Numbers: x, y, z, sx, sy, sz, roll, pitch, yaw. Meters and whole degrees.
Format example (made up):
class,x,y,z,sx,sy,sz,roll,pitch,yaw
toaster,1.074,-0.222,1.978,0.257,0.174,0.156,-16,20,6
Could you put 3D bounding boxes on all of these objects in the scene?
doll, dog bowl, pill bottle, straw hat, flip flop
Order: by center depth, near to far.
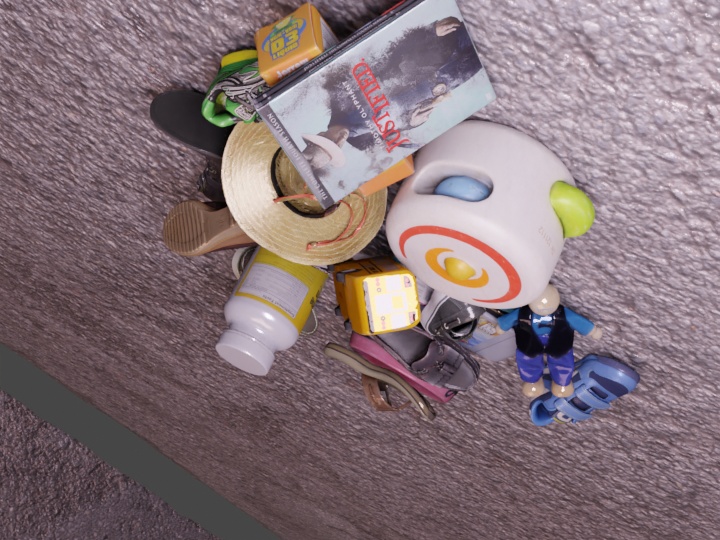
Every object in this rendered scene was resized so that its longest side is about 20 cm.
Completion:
class,x,y,z,sx,sy,sz,roll,pitch,yaw
straw hat,-0.058,-0.110,1.175,0.200,0.202,0.085,25,-161,2
doll,0.240,0.085,1.283,0.135,0.049,0.201,-1,138,14
pill bottle,-0.121,0.039,1.399,0.111,0.201,0.112,22,156,10
flip flop,0.023,0.167,1.446,0.199,0.058,0.081,28,172,23
dog bowl,0.071,0.120,1.459,0.199,0.074,0.200,31,172,5

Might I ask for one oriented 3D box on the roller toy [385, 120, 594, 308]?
class,x,y,z,sx,sy,sz,roll,pitch,yaw
roller toy,0.123,-0.050,1.054,0.181,0.141,0.200,31,156,-9

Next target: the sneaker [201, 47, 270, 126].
class,x,y,z,sx,sy,sz,roll,pitch,yaw
sneaker,-0.090,-0.191,1.053,0.199,0.086,0.078,-9,138,47

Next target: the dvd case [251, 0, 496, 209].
class,x,y,z,sx,sy,sz,roll,pitch,yaw
dvd case,0.018,-0.157,0.923,0.146,0.199,0.022,55,-175,-47

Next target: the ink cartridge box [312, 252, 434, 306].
class,x,y,z,sx,sy,sz,roll,pitch,yaw
ink cartridge box,0.000,0.000,1.305,0.199,0.037,0.094,18,173,45

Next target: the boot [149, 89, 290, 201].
class,x,y,z,sx,sy,sz,roll,pitch,yaw
boot,-0.183,-0.135,1.272,0.199,0.070,0.174,25,156,-11

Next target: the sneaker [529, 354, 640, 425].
class,x,y,z,sx,sy,sz,roll,pitch,yaw
sneaker,0.304,0.170,1.381,0.074,0.083,0.200,34,153,-15

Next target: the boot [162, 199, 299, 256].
class,x,y,z,sx,sy,sz,roll,pitch,yaw
boot,-0.139,-0.053,1.294,0.199,0.073,0.166,-8,171,41

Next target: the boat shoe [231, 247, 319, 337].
class,x,y,z,sx,sy,sz,roll,pitch,yaw
boat shoe,-0.120,0.039,1.556,0.060,0.072,0.202,8,146,44

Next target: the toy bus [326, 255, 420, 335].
class,x,y,z,sx,sy,sz,roll,pitch,yaw
toy bus,0.011,0.023,1.130,0.077,0.066,0.200,-10,-173,-6

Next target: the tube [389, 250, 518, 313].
class,x,y,z,sx,sy,sz,roll,pitch,yaw
tube,0.134,0.008,1.277,0.198,0.051,0.077,25,160,-8

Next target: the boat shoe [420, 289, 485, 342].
class,x,y,z,sx,sy,sz,roll,pitch,yaw
boat shoe,0.116,0.059,1.238,0.200,0.068,0.057,88,158,-73

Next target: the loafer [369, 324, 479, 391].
class,x,y,z,sx,sy,sz,roll,pitch,yaw
loafer,0.070,0.104,1.332,0.199,0.072,0.063,34,-168,-3

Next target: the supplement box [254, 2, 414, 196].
class,x,y,z,sx,sy,sz,roll,pitch,yaw
supplement box,-0.022,-0.160,0.973,0.066,0.069,0.200,-23,137,20

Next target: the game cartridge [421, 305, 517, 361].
class,x,y,z,sx,sy,sz,roll,pitch,yaw
game cartridge,0.142,0.059,1.380,0.199,0.042,0.133,32,151,-11
